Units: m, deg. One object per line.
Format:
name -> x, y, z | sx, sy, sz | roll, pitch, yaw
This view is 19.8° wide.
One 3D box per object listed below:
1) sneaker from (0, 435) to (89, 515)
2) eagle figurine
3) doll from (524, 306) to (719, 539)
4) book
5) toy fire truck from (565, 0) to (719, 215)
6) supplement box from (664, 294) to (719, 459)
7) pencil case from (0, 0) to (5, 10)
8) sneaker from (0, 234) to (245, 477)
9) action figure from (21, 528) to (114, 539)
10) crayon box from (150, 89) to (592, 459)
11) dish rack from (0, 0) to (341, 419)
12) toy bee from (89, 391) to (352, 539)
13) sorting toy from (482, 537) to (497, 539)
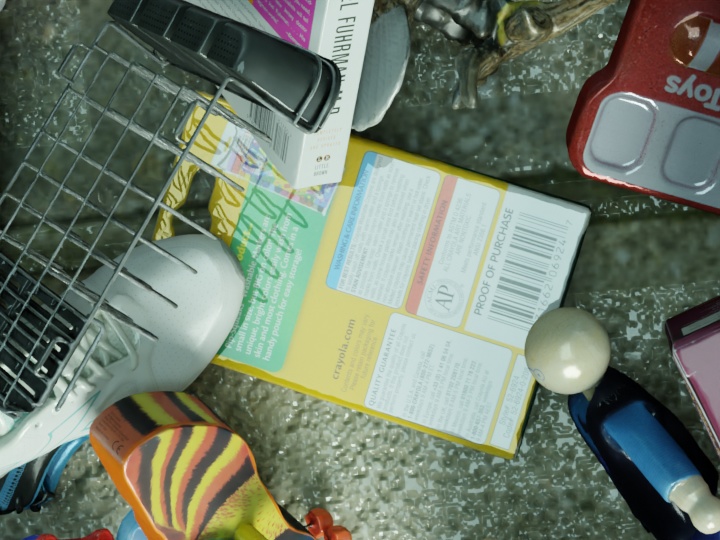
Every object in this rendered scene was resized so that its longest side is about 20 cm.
sneaker -> -0.198, 0.096, 1.022 | 0.199, 0.073, 0.082 | -32, 90, 8
eagle figurine -> 0.016, -0.178, 0.962 | 0.151, 0.151, 0.200 | -35, 98, 18
doll -> 0.141, 0.100, 0.950 | 0.048, 0.136, 0.200 | -33, 102, 0
book -> -0.035, -0.155, 0.920 | 0.048, 0.134, 0.201 | -12, 135, -27
toy fire truck -> 0.209, -0.095, 0.940 | 0.199, 0.112, 0.169 | 15, 113, -9
supplement box -> 0.194, 0.059, 0.905 | 0.085, 0.200, 0.111 | -25, 88, 7
pencil case -> -0.142, -0.208, 0.996 | 0.200, 0.084, 0.086 | -44, 53, 8
sneaker -> -0.139, 0.050, 0.953 | 0.200, 0.080, 0.071 | -33, 89, -2
action figure -> -0.209, 0.156, 1.008 | 0.199, 0.065, 0.052 | -8, 88, 36
crayon box -> 0.000, 0.000, 1.003 | 0.199, 0.052, 0.126 | 18, 94, 6
dish rack -> -0.108, -0.029, 0.898 | 0.054, 0.153, 0.201 | 32, 89, -33
toy bee -> -0.062, 0.127, 0.996 | 0.108, 0.200, 0.131 | -29, 60, -23
sorting toy -> 0.134, 0.209, 0.958 | 0.199, 0.037, 0.186 | 21, 137, 8
